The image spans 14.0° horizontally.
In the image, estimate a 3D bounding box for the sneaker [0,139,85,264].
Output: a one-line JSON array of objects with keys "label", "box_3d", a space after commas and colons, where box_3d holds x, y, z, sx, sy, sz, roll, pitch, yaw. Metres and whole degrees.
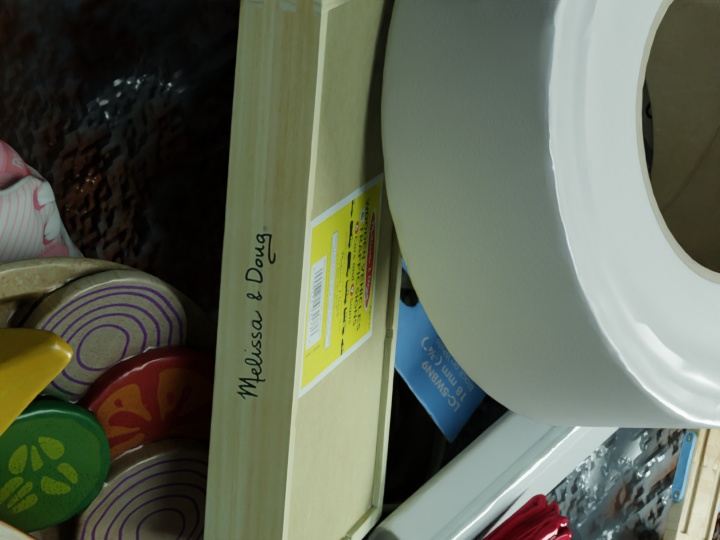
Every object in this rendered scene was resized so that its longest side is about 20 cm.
[{"label": "sneaker", "box_3d": [-0.101, 0.012, 0.966, 0.199, 0.075, 0.105, 9, 101, -38]}]

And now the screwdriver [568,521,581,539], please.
[{"label": "screwdriver", "box_3d": [0.073, 0.140, 1.099, 0.029, 0.200, 0.028, -19, 107, 11]}]

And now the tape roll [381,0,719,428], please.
[{"label": "tape roll", "box_3d": [0.095, -0.048, 0.980, 0.202, 0.070, 0.204, 1, 88, -49]}]

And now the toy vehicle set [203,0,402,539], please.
[{"label": "toy vehicle set", "box_3d": [-0.014, 0.001, 0.942, 0.124, 0.026, 0.202, -36, 132, -71]}]

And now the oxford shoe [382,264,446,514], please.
[{"label": "oxford shoe", "box_3d": [0.000, 0.000, 1.066, 0.075, 0.058, 0.202, -16, 110, -35]}]

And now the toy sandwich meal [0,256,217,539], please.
[{"label": "toy sandwich meal", "box_3d": [-0.103, 0.096, 0.900, 0.204, 0.070, 0.207, -16, 119, -31]}]

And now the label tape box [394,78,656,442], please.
[{"label": "label tape box", "box_3d": [0.063, -0.059, 1.057, 0.145, 0.063, 0.200, 53, 52, -24]}]

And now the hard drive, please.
[{"label": "hard drive", "box_3d": [0.067, 0.066, 1.105, 0.026, 0.132, 0.200, 45, 62, 9]}]

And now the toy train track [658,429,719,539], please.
[{"label": "toy train track", "box_3d": [0.132, 0.095, 1.226, 0.114, 0.032, 0.201, 20, 81, -41]}]

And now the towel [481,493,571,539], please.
[{"label": "towel", "box_3d": [0.012, 0.176, 1.077, 0.144, 0.022, 0.201, -36, 155, -29]}]
